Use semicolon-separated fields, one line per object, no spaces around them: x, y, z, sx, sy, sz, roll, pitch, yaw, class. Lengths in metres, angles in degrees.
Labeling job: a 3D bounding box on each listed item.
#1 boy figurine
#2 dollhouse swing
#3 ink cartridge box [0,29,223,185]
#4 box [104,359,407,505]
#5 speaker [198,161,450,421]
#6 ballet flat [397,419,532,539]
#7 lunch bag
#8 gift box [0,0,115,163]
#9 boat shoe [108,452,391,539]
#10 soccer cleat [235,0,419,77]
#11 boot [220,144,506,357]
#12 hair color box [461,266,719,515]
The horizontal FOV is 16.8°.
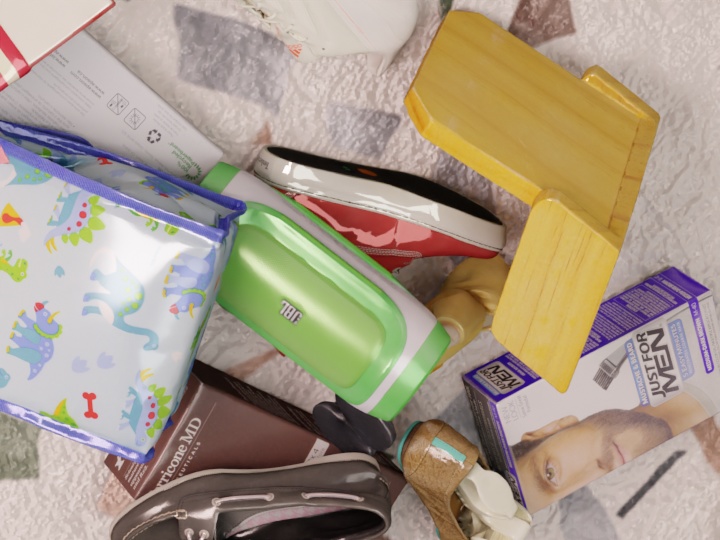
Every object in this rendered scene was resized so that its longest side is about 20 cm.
0.048;0.060;1.782;0.064;0.124;0.200;49;51;1;boy figurine
0.105;-0.055;1.732;0.175;0.200;0.182;20;125;3;dollhouse swing
-0.225;-0.066;1.630;0.200;0.041;0.200;-49;122;-1;ink cartridge box
-0.074;0.145;1.770;0.199;0.075;0.100;26;97;-30;box
-0.038;0.014;1.658;0.200;0.088;0.089;37;90;-1;speaker
0.088;0.173;1.819;0.068;0.072;0.200;-58;150;-19;ballet flat
-0.195;0.006;1.579;0.199;0.127;0.171;19;102;0;lunch bag
-0.251;-0.169;1.462;0.184;0.187;0.200;-42;101;-7;gift box
-0.075;0.175;1.693;0.199;0.057;0.067;-12;130;-7;boat shoe
-0.047;-0.183;1.662;0.199;0.069;0.078;12;106;-33;soccer cleat
0.000;0.000;1.755;0.199;0.072;0.145;12;104;-22;boot
0.188;0.092;1.888;0.199;0.065;0.110;-26;119;-14;hair color box
